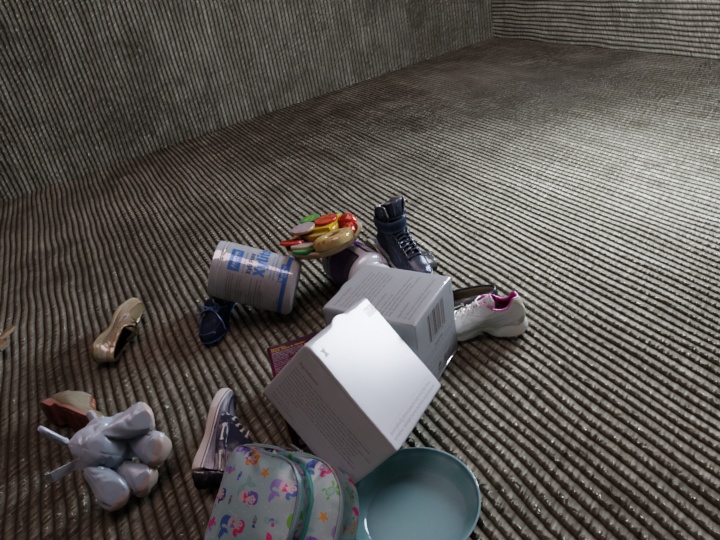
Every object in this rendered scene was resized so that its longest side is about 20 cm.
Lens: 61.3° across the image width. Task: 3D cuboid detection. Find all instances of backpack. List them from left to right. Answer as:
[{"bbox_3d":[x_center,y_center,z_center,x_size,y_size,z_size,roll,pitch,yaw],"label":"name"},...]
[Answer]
[{"bbox_3d":[-0.105,0.337,0.837,0.195,0.151,0.182,7,65,20],"label":"backpack"}]

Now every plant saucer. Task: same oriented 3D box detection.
[{"bbox_3d":[0.078,0.345,0.879,0.194,0.037,0.202,-10,29,5],"label":"plant saucer"}]

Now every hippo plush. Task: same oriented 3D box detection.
[{"bbox_3d":[-0.435,0.321,1.053,0.195,0.164,0.160,-10,-5,-27],"label":"hippo plush"}]

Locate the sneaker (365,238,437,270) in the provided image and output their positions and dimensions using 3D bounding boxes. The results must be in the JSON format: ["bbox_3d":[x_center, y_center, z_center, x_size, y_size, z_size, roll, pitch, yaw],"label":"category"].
[{"bbox_3d":[0.095,-0.028,1.480,0.104,0.076,0.200,-22,40,-24],"label":"sneaker"}]

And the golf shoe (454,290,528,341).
[{"bbox_3d":[0.231,0.086,1.206,0.194,0.094,0.076,-7,31,12],"label":"golf shoe"}]

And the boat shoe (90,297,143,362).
[{"bbox_3d":[-0.559,0.142,1.440,0.063,0.074,0.202,4,35,10],"label":"boat shoe"}]

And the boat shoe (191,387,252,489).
[{"bbox_3d":[-0.223,0.291,1.063,0.090,0.076,0.203,-1,39,5],"label":"boat shoe"}]

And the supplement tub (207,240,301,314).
[{"bbox_3d":[-0.241,0.017,1.402,0.194,0.135,0.133,13,30,-4],"label":"supplement tub"}]

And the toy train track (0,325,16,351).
[{"bbox_3d":[-0.943,0.186,1.554,0.196,0.033,0.115,6,42,40],"label":"toy train track"}]

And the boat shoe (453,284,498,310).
[{"bbox_3d":[0.194,0.067,1.281,0.194,0.062,0.074,-3,31,16],"label":"boat shoe"}]

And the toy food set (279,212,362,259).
[{"bbox_3d":[-0.091,-0.084,1.432,0.193,0.050,0.201,-7,27,21],"label":"toy food set"}]

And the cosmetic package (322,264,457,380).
[{"bbox_3d":[0.061,0.110,1.151,0.196,0.170,0.167,9,35,32],"label":"cosmetic package"}]

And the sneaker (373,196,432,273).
[{"bbox_3d":[0.093,-0.077,1.362,0.075,0.149,0.202,-22,43,-22],"label":"sneaker"}]

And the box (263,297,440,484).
[{"bbox_3d":[-0.008,0.185,0.953,0.131,0.201,0.198,-46,-6,32],"label":"box"}]

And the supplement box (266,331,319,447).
[{"bbox_3d":[-0.100,0.214,1.118,0.107,0.088,0.201,-17,30,-8],"label":"supplement box"}]

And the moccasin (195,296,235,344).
[{"bbox_3d":[-0.348,0.093,1.436,0.078,0.070,0.202,-10,30,4],"label":"moccasin"}]

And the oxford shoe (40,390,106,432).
[{"bbox_3d":[-0.557,0.274,1.211,0.196,0.073,0.074,9,33,32],"label":"oxford shoe"}]

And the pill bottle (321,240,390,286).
[{"bbox_3d":[0.000,0.000,1.417,0.110,0.114,0.199,-25,32,-22],"label":"pill bottle"}]
